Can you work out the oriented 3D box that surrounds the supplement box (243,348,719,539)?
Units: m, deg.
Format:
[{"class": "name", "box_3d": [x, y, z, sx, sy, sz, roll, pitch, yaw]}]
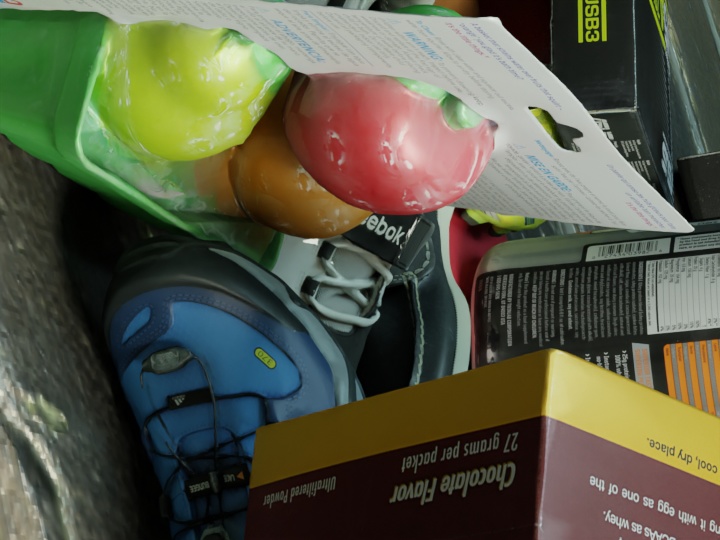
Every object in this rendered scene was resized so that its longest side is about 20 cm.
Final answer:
[{"class": "supplement box", "box_3d": [0.070, 0.157, 0.685, 0.196, 0.132, 0.202, 23, 63, -36]}]

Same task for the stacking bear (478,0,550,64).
[{"class": "stacking bear", "box_3d": [0.061, -0.175, 1.211, 0.121, 0.113, 0.202, 12, 64, -68]}]

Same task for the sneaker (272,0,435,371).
[{"class": "sneaker", "box_3d": [-0.006, -0.030, 0.859, 0.074, 0.088, 0.202, 21, 67, -52]}]

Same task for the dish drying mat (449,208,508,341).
[{"class": "dish drying mat", "box_3d": [0.035, -0.003, 1.095, 0.077, 0.018, 0.200, 65, 20, -12]}]

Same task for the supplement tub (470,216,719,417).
[{"class": "supplement tub", "box_3d": [0.159, 0.037, 1.090, 0.122, 0.198, 0.124, -5, 90, -74]}]

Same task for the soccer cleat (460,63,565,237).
[{"class": "soccer cleat", "box_3d": [0.070, -0.064, 1.103, 0.065, 0.083, 0.200, 60, 21, 17]}]

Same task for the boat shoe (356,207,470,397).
[{"class": "boat shoe", "box_3d": [0.000, 0.000, 0.935, 0.067, 0.072, 0.201, 32, 40, -33]}]

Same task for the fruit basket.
[{"class": "fruit basket", "box_3d": [-0.013, -0.057, 0.729, 0.185, 0.199, 0.095, 34, 61, -59]}]

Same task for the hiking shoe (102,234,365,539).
[{"class": "hiking shoe", "box_3d": [-0.028, 0.084, 0.741, 0.201, 0.074, 0.087, 65, 19, -14]}]

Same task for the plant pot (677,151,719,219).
[{"class": "plant pot", "box_3d": [0.366, -0.010, 1.760, 0.200, 0.198, 0.179, -5, 87, -71]}]

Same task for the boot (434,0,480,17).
[{"class": "boot", "box_3d": [0.053, -0.160, 1.053, 0.076, 0.155, 0.201, -29, 117, -34]}]

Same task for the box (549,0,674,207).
[{"class": "box", "box_3d": [0.124, -0.140, 1.140, 0.200, 0.047, 0.195, 50, 37, -71]}]
